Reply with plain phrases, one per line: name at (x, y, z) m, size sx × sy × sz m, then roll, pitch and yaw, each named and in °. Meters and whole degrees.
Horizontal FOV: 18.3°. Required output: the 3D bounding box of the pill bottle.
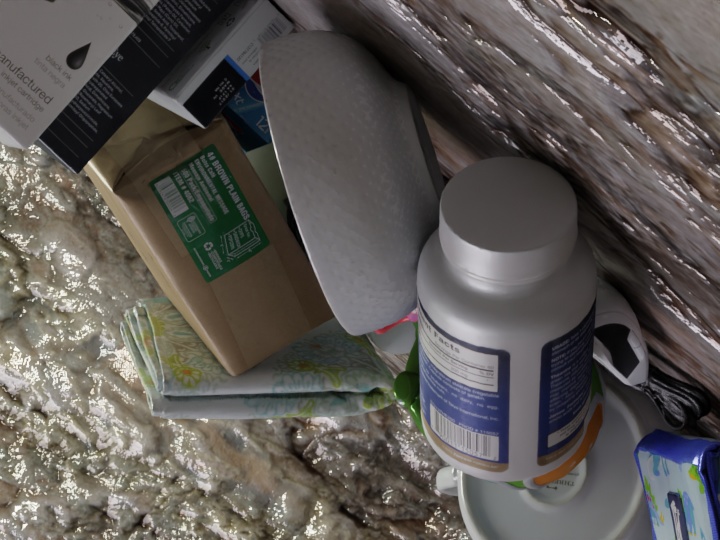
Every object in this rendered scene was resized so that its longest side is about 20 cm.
pill bottle at (0.090, 0.029, 1.386) m, size 0.111 × 0.111 × 0.200 m, roll 38°, pitch 148°, yaw 32°

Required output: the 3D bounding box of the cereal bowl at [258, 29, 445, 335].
cereal bowl at (0.005, -0.063, 1.429) m, size 0.200 × 0.083 × 0.201 m, roll -18°, pitch -90°, yaw -83°

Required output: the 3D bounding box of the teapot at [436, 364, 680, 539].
teapot at (0.179, 0.173, 1.787) m, size 0.200 × 0.197 × 0.146 m, roll 51°, pitch -169°, yaw 29°

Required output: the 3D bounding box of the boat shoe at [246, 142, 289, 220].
boat shoe at (-0.050, -0.065, 1.896) m, size 0.201 × 0.070 × 0.071 m, roll 60°, pitch -167°, yaw 11°

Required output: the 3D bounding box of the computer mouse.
computer mouse at (0.174, 0.044, 1.534) m, size 0.110 × 0.044 × 0.200 m, roll 43°, pitch -178°, yaw 30°

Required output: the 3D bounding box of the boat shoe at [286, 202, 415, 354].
boat shoe at (0.000, 0.000, 1.792) m, size 0.068 × 0.072 × 0.200 m, roll 46°, pitch -177°, yaw 38°

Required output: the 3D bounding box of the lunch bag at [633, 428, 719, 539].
lunch bag at (0.282, 0.194, 1.569) m, size 0.200 × 0.127 × 0.170 m, roll 50°, pitch 172°, yaw -4°

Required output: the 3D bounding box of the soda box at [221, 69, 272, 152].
soda box at (-0.088, -0.139, 1.759) m, size 0.068 × 0.064 × 0.200 m, roll 42°, pitch 175°, yaw -7°

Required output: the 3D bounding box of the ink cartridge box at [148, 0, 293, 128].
ink cartridge box at (-0.130, -0.170, 1.637) m, size 0.039 × 0.100 × 0.200 m, roll 43°, pitch 175°, yaw -31°

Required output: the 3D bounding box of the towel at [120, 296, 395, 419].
towel at (-0.085, 0.071, 1.802) m, size 0.199 × 0.048 × 0.171 m, roll -1°, pitch -158°, yaw -14°

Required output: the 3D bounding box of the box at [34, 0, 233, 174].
box at (-0.210, -0.190, 1.598) m, size 0.104 × 0.182 × 0.200 m, roll 44°, pitch 174°, yaw -33°

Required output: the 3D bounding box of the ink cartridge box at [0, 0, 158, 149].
ink cartridge box at (-0.208, -0.199, 1.439) m, size 0.145 × 0.200 × 0.084 m, roll 43°, pitch 172°, yaw -17°

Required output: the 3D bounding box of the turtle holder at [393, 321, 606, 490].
turtle holder at (0.099, 0.093, 1.683) m, size 0.185 × 0.141 × 0.132 m, roll 6°, pitch 153°, yaw 34°

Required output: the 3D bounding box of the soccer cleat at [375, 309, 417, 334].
soccer cleat at (0.063, 0.002, 1.603) m, size 0.067 × 0.077 × 0.200 m, roll 38°, pitch 160°, yaw -14°

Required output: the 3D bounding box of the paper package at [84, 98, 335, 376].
paper package at (-0.128, -0.044, 1.731) m, size 0.200 × 0.103 × 0.191 m, roll 60°, pitch 171°, yaw -31°
